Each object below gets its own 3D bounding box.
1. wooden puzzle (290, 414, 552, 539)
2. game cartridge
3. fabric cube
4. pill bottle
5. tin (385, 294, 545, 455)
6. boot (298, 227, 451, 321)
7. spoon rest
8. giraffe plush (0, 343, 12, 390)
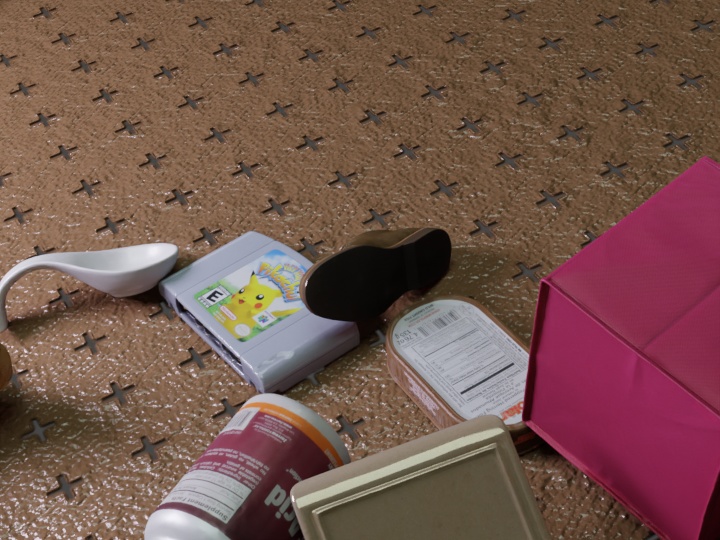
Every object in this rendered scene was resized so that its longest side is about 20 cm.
[{"bbox_3d":[0.060,0.231,1.107,0.184,0.037,0.201,-18,70,-11],"label":"wooden puzzle"},{"bbox_3d":[-0.096,0.035,1.403,0.133,0.041,0.200,-28,44,-26],"label":"game cartridge"},{"bbox_3d":[0.274,0.071,1.146,0.199,0.197,0.200,-34,58,-27],"label":"fabric cube"},{"bbox_3d":[-0.102,0.206,1.148,0.113,0.115,0.200,17,47,27],"label":"pill bottle"},{"bbox_3d":[0.100,0.093,1.299,0.112,0.042,0.200,-30,45,-16],"label":"tin"},{"bbox_3d":[0.000,0.000,1.382,0.075,0.074,0.199,13,22,39],"label":"boot"},{"bbox_3d":[-0.282,0.004,1.443,0.199,0.061,0.099,-18,17,-8],"label":"spoon rest"},{"bbox_3d":[-0.428,0.130,1.283,0.198,0.173,0.163,4,63,0],"label":"giraffe plush"}]
